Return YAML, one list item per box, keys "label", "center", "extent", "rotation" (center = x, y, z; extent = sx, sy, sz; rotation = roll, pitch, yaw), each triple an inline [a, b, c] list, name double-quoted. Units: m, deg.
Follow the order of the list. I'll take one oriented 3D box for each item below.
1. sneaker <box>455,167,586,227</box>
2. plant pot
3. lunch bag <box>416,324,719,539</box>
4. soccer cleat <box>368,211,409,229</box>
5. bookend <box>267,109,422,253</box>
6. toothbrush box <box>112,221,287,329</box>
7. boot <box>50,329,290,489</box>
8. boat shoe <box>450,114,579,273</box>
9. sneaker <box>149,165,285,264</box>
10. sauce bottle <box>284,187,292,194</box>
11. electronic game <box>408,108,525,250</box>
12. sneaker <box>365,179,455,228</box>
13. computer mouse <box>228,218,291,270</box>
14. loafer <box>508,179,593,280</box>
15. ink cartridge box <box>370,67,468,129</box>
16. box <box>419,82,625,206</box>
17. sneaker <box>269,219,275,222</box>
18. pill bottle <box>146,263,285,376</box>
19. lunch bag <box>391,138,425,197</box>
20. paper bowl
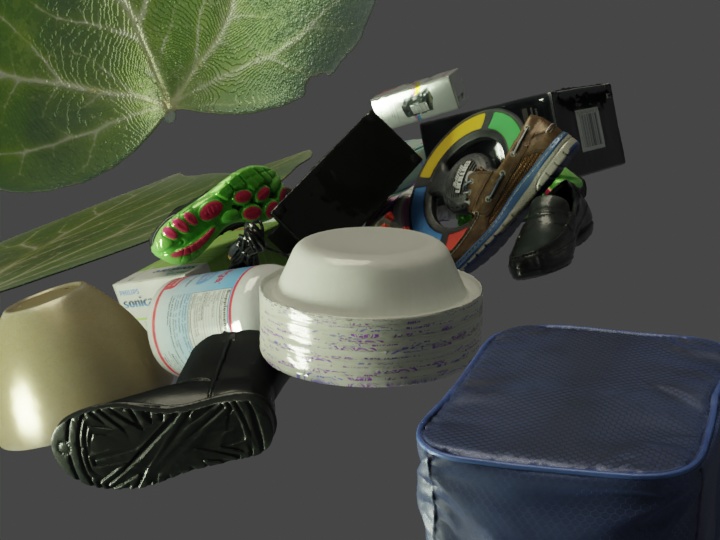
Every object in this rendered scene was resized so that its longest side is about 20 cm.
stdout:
- label: "sneaker"
  center: [0.194, -0.081, 1.580]
  extent: [0.084, 0.077, 0.200]
  rotation: [8, -11, -40]
- label: "plant pot"
  center: [-0.320, 0.090, 1.396]
  extent: [0.199, 0.135, 0.200]
  rotation: [-18, 11, 4]
- label: "lunch bag"
  center: [0.108, 0.121, 0.627]
  extent: [0.135, 0.133, 0.200]
  rotation: [4, 20, 23]
- label: "soccer cleat"
  center: [0.000, 0.000, 1.510]
  extent: [0.078, 0.069, 0.200]
  rotation: [-46, 3, 34]
- label: "bookend"
  center: [-0.045, -0.074, 1.625]
  extent: [0.199, 0.092, 0.200]
  rotation: [-48, 3, -26]
- label: "toothbrush box"
  center: [-0.194, 0.012, 1.669]
  extent: [0.145, 0.086, 0.200]
  rotation: [-7, 16, 41]
- label: "boot"
  center: [-0.160, 0.119, 1.153]
  extent: [0.199, 0.077, 0.168]
  rotation: [-10, 16, 5]
- label: "boat shoe"
  center: [0.152, -0.082, 1.413]
  extent: [0.200, 0.072, 0.072]
  rotation: [-50, -13, 7]
- label: "sneaker"
  center: [-0.182, -0.075, 1.613]
  extent: [0.200, 0.077, 0.084]
  rotation: [-29, 18, -29]
- label: "sauce bottle"
  center: [-0.195, -0.102, 2.230]
  extent: [0.199, 0.066, 0.066]
  rotation: [-5, 18, 41]
- label: "electronic game"
  center: [0.132, -0.106, 1.560]
  extent: [0.200, 0.042, 0.201]
  rotation: [-33, 42, 35]
- label: "sneaker"
  center: [0.070, -0.083, 1.732]
  extent: [0.088, 0.081, 0.200]
  rotation: [-20, 10, 34]
- label: "computer mouse"
  center: [-0.045, 0.009, 1.367]
  extent: [0.199, 0.044, 0.110]
  rotation: [19, -29, -13]
- label: "loafer"
  center: [0.197, -0.044, 1.363]
  extent: [0.068, 0.071, 0.201]
  rotation: [-13, 13, 28]
- label: "ink cartridge box"
  center: [0.141, -0.402, 3.022]
  extent: [0.199, 0.083, 0.146]
  rotation: [-15, 12, 17]
- label: "box"
  center: [0.218, -0.168, 1.713]
  extent: [0.199, 0.118, 0.196]
  rotation: [-9, 5, 35]
- label: "sneaker"
  center: [-0.078, -0.089, 1.995]
  extent: [0.146, 0.081, 0.200]
  rotation: [-15, 6, -23]
- label: "pill bottle"
  center: [-0.119, 0.051, 1.324]
  extent: [0.199, 0.109, 0.109]
  rotation: [-8, 16, 39]
- label: "lunch bag"
  center: [0.057, -0.162, 2.091]
  extent: [0.160, 0.077, 0.200]
  rotation: [-23, 13, -27]
- label: "paper bowl"
  center: [0.009, 0.024, 1.145]
  extent: [0.200, 0.105, 0.201]
  rotation: [0, 14, 0]
